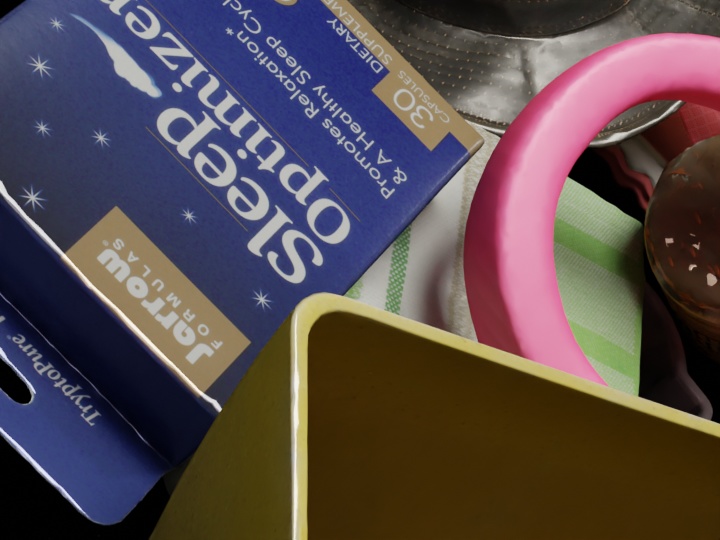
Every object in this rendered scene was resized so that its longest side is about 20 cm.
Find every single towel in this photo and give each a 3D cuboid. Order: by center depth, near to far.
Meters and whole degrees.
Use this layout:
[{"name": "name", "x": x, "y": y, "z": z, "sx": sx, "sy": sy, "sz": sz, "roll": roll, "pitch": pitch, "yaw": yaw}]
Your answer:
[{"name": "towel", "x": 0.000, "y": 0.000, "z": 0.808, "sx": 0.200, "sy": 0.031, "sz": 0.149, "roll": 29, "pitch": 45, "yaw": -20}]

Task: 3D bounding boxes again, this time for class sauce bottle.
[{"name": "sauce bottle", "x": 0.139, "y": 0.003, "z": 0.931, "sx": 0.066, "sy": 0.066, "sz": 0.200, "roll": 59, "pitch": 5, "yaw": 17}]

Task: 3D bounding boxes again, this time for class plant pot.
[{"name": "plant pot", "x": 0.022, "y": 0.155, "z": 0.685, "sx": 0.200, "sy": 0.176, "sz": 0.200, "roll": 19, "pitch": 52, "yaw": -27}]

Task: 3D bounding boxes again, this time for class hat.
[{"name": "hat", "x": 0.055, "y": -0.136, "z": 0.912, "sx": 0.200, "sy": 0.081, "sz": 0.201, "roll": 6, "pitch": 46, "yaw": -6}]

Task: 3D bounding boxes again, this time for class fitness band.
[{"name": "fitness band", "x": 0.124, "y": 0.019, "z": 0.791, "sx": 0.200, "sy": 0.037, "sz": 0.144, "roll": 42, "pitch": 72, "yaw": -8}]

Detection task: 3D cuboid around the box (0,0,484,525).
[{"name": "box", "x": -0.054, "y": -0.028, "z": 0.738, "sx": 0.121, "sy": 0.032, "sz": 0.200, "roll": 45, "pitch": 42, "yaw": -3}]

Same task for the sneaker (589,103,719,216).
[{"name": "sneaker", "x": 0.094, "y": -0.097, "z": 0.986, "sx": 0.200, "sy": 0.087, "sz": 0.074, "roll": 37, "pitch": 42, "yaw": -9}]

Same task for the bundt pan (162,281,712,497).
[{"name": "bundt pan", "x": 0.014, "y": 0.046, "z": 0.853, "sx": 0.202, "sy": 0.076, "sz": 0.202, "roll": 22, "pitch": 45, "yaw": -23}]
